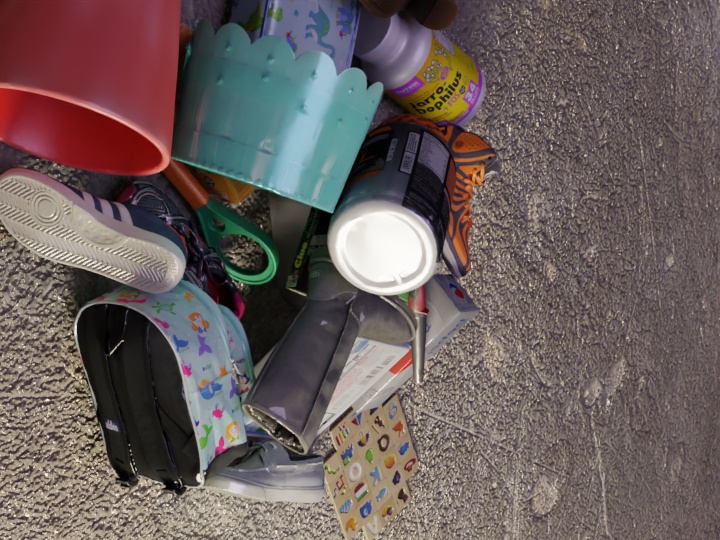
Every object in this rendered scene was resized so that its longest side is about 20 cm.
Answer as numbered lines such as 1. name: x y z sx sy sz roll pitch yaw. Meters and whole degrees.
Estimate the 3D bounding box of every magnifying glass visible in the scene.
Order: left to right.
1. magnifying glass: -0.163 -0.060 1.212 0.201 0.079 0.023 51 39 -30

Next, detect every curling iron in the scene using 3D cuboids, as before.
1. curling iron: 0.076 0.040 1.311 0.049 0.025 0.204 -10 107 -42

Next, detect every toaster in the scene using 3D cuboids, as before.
1. toaster: -0.011 -0.054 1.334 0.179 0.117 0.204 -23 115 -43

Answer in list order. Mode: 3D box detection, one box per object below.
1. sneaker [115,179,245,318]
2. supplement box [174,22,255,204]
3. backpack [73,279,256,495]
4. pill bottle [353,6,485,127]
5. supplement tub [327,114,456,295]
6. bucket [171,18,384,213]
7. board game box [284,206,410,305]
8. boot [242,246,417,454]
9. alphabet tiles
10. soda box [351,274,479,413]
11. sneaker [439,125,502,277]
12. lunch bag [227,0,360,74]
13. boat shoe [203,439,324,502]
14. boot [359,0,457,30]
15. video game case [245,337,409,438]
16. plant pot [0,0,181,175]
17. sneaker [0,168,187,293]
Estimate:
1. sneaker: -0.192 -0.020 1.178 0.081 0.074 0.201 -56 132 -23
2. supplement box: -0.176 -0.166 1.171 0.069 0.066 0.201 -54 131 -25
3. backpack: -0.200 0.105 1.120 0.150 0.175 0.203 -37 119 -44
4. pill bottle: 0.069 -0.263 1.389 0.199 0.103 0.106 27 79 -46
5. supplement tub: 0.039 -0.078 1.166 0.201 0.120 0.124 -74 148 -53
6. bucket: -0.089 -0.149 1.078 0.206 0.205 0.137 17 93 -47
7. board game box: 0.000 0.000 1.254 0.199 0.023 0.107 26 78 -47
8. boot: -0.027 0.100 1.158 0.181 0.072 0.203 37 55 -32
9. alphabet tiles: 0.016 0.273 1.515 0.166 0.006 0.203 -40 125 -36
10. soda box: 0.055 0.093 1.389 0.200 0.064 0.068 -45 161 21
11. sneaker: 0.134 -0.098 1.390 0.078 0.110 0.203 67 7 -76
12. lunch bag: -0.080 -0.251 1.245 0.159 0.082 0.204 12 89 -47
13. boat shoe: -0.115 0.243 1.330 0.199 0.069 0.073 18 74 -52
14. boot: 0.017 -0.364 1.273 0.198 0.156 0.077 6 127 -48
15. video game case: -0.063 0.135 1.299 0.181 0.022 0.200 16 128 -47
16. plant pot: -0.252 -0.207 1.003 0.199 0.198 0.181 28 68 -46
17. sneaker: -0.262 -0.045 1.073 0.198 0.085 0.076 28 110 -8
